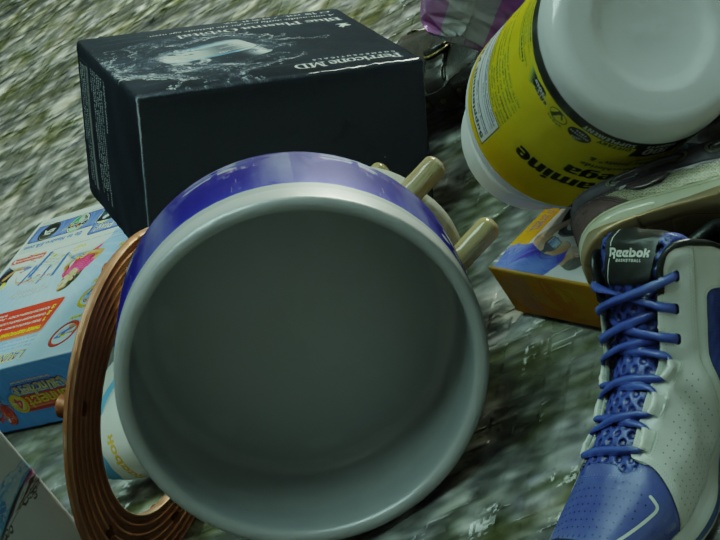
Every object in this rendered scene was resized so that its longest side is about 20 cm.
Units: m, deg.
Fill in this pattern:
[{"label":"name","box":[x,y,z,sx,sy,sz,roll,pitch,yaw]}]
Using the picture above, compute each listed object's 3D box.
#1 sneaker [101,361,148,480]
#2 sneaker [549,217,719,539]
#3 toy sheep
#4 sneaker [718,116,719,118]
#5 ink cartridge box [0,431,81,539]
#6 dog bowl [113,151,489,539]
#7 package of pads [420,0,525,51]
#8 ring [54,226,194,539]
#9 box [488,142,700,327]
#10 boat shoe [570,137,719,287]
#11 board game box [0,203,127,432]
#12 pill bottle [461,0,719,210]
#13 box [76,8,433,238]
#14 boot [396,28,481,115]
[{"label":"sneaker","box":[-0.119,0.054,1.509,0.080,0.077,0.200,-21,26,36]},{"label":"sneaker","box":[0.138,0.046,1.113,0.080,0.115,0.200,-5,38,52]},{"label":"toy sheep","box":[0.000,0.000,1.382,0.138,0.138,0.200,-43,9,-15]},{"label":"sneaker","box":[0.207,-0.136,1.405,0.073,0.083,0.200,3,18,28]},{"label":"ink cartridge box","box":[-0.255,0.168,1.326,0.146,0.200,0.146,-47,26,-23]},{"label":"dog bowl","box":[-0.033,0.041,1.254,0.199,0.201,0.079,-33,21,8]},{"label":"package of pads","box":[0.098,-0.252,1.563,0.201,0.075,0.121,-75,7,-47]},{"label":"ring","box":[-0.125,0.074,1.335,0.019,0.201,0.201,6,41,21]},{"label":"box","box":[0.169,-0.019,1.287,0.119,0.042,0.200,-45,22,-18]},{"label":"boat shoe","box":[0.201,-0.043,1.184,0.198,0.072,0.065,-18,43,-2]},{"label":"board game box","box":[-0.205,0.027,1.700,0.199,0.056,0.196,-14,33,43]},{"label":"pill bottle","box":[0.122,-0.098,1.255,0.112,0.112,0.200,-45,0,-19]},{"label":"box","box":[-0.074,-0.095,1.572,0.195,0.118,0.200,-9,19,-16]},{"label":"boot","box":[0.096,-0.184,1.659,0.173,0.069,0.201,-18,31,38]}]
